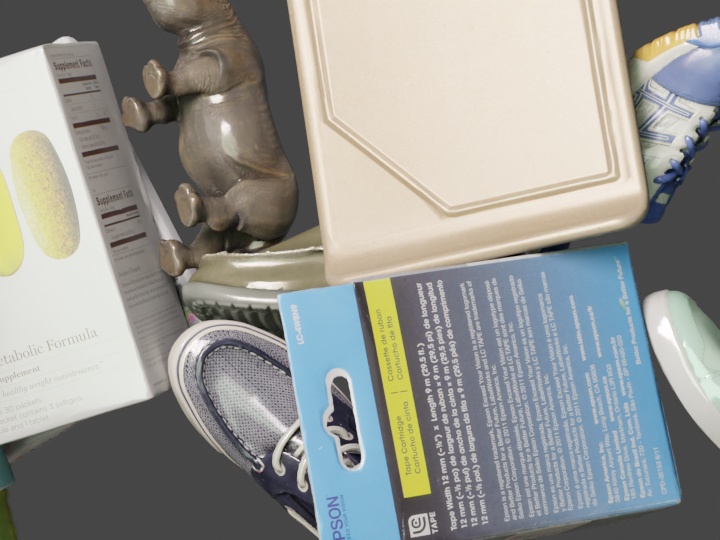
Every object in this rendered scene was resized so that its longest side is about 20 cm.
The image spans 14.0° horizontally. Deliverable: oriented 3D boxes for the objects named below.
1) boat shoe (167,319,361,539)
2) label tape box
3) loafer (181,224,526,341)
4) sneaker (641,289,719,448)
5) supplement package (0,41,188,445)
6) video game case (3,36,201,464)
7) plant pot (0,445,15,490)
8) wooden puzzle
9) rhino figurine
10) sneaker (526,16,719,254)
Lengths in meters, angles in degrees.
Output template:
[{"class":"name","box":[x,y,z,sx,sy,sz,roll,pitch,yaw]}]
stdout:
[{"class":"boat shoe","box":[-0.016,0.101,1.589,0.200,0.093,0.075,41,82,-13]},{"class":"label tape box","box":[0.056,0.072,1.542,0.199,0.066,0.144,-8,81,-17]},{"class":"loafer","box":[0.000,0.000,1.636,0.199,0.075,0.070,-2,69,-1]},{"class":"sneaker","box":[0.246,0.065,1.558,0.118,0.074,0.201,-42,85,16]},{"class":"supplement package","box":[-0.181,-0.016,1.635,0.113,0.110,0.201,-17,92,12]},{"class":"video game case","box":[-0.198,-0.006,1.726,0.181,0.023,0.201,-31,78,14]},{"class":"plant pot","box":[-0.309,0.052,1.626,0.141,0.141,0.201,-12,97,31]},{"class":"wooden puzzle","box":[0.057,-0.099,1.583,0.184,0.037,0.201,-12,75,20]},{"class":"rhino figurine","box":[-0.088,-0.100,1.669,0.060,0.087,0.201,-25,77,54]},{"class":"sneaker","box":[0.163,-0.073,1.592,0.199,0.075,0.089,-26,76,25]}]
